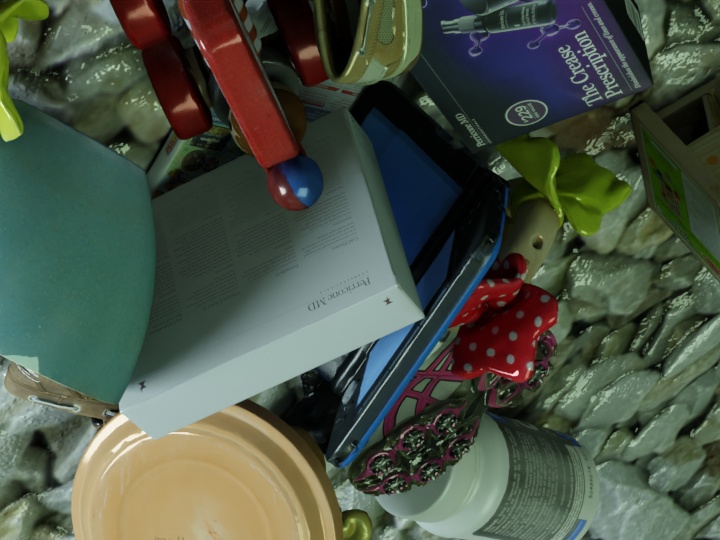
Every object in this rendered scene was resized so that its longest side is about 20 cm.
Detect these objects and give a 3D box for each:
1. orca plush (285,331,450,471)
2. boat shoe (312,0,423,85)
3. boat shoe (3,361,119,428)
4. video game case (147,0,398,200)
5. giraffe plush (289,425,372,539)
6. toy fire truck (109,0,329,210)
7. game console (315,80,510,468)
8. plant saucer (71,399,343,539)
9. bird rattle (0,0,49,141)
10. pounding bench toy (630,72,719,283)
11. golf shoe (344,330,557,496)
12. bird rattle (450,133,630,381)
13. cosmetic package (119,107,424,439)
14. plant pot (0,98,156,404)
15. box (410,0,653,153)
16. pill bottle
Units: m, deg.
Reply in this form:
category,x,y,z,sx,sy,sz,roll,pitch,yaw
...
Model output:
category,x,y,z,sx,sy,sz,roll,pitch,yaw
orca plush,-0.014,0.089,1.496,0.071,0.105,0.200,39,122,-14
boat shoe,-0.007,-0.209,1.133,0.076,0.072,0.200,-21,105,-50
boat shoe,-0.170,0.079,1.380,0.200,0.072,0.072,22,122,-40
video game case,-0.063,-0.095,1.317,0.143,0.018,0.200,9,123,-42
giraffe plush,-0.086,0.178,1.409,0.172,0.200,0.162,10,137,-39
toy fire truck,-0.073,-0.121,1.146,0.112,0.168,0.200,-22,138,1
game console,0.000,0.000,1.282,0.118,0.171,0.200,31,113,-6
plant saucer,-0.111,0.181,1.336,0.200,0.200,0.032,-56,174,23
bird rattle,-0.259,-0.155,1.052,0.163,0.113,0.200,-17,137,2
pounding bench toy,0.337,-0.067,1.496,0.156,0.200,0.124,-30,141,-7
golf shoe,0.061,0.101,1.532,0.200,0.092,0.073,-39,135,-12
bird rattle,0.106,-0.007,1.392,0.113,0.163,0.200,27,71,-19
cosmetic package,-0.072,0.002,1.243,0.200,0.151,0.052,-24,142,13
plant pot,-0.203,-0.024,1.166,0.200,0.200,0.135,32,86,-49
box,0.094,-0.178,1.266,0.141,0.079,0.200,-18,146,20
pill bottle,0.106,0.178,1.641,0.200,0.114,0.114,19,116,-46
